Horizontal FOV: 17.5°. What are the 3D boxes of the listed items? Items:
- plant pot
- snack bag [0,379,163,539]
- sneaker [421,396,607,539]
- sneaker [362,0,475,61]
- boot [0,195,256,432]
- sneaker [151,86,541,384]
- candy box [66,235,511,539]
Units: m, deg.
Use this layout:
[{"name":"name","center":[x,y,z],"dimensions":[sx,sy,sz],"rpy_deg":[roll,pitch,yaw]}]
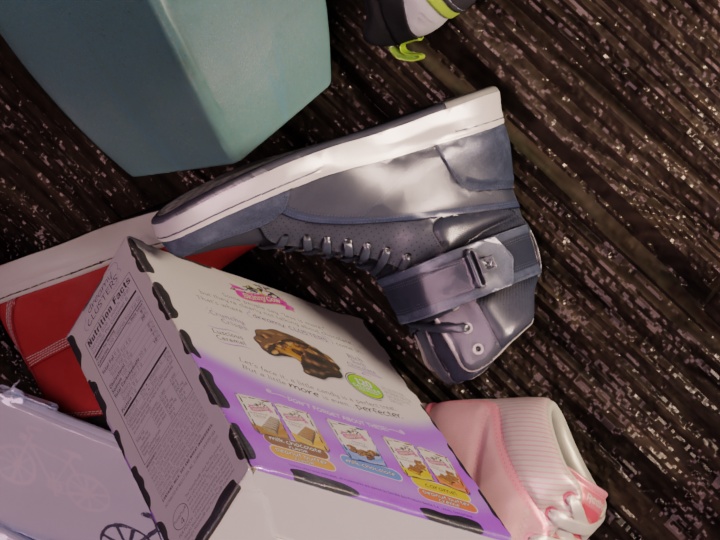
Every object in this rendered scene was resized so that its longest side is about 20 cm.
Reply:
[{"name":"plant pot","center":[-0.110,-0.159,1.225],"dimensions":[0.141,0.141,0.201],"rpy_deg":[-4,119,44]},{"name":"snack bag","center":[-0.136,0.176,1.334],"dimensions":[0.187,0.021,0.201],"rpy_deg":[20,122,15]},{"name":"sneaker","center":[0.083,0.160,1.237],"dimensions":[0.104,0.075,0.202],"rpy_deg":[-11,70,16]},{"name":"sneaker","center":[-0.017,-0.202,1.243],"dimensions":[0.083,0.072,0.201],"rpy_deg":[-35,86,21]},{"name":"boot","center":[-0.104,0.036,1.311],"dimensions":[0.199,0.072,0.145],"rpy_deg":[-20,92,27]},{"name":"sneaker","center":[0.001,0.000,1.226],"dimensions":[0.201,0.077,0.147],"rpy_deg":[-17,96,-16]},{"name":"candy box","center":[-0.040,0.084,1.196],"dimensions":[0.072,0.167,0.200],"rpy_deg":[-57,37,18]}]
